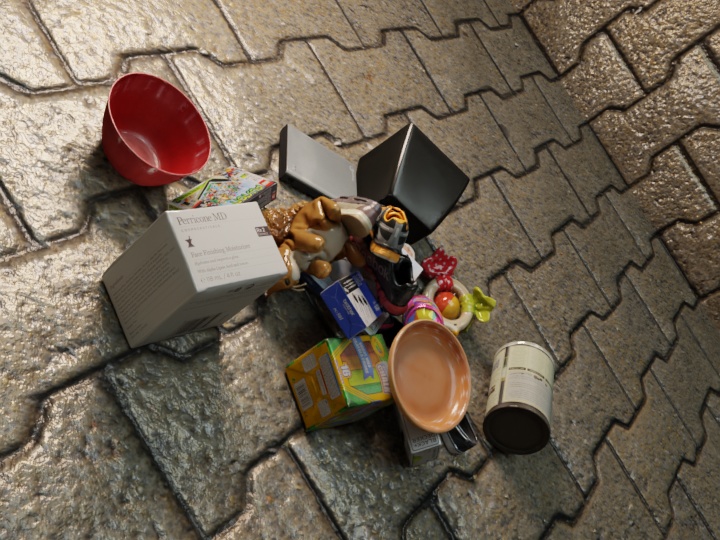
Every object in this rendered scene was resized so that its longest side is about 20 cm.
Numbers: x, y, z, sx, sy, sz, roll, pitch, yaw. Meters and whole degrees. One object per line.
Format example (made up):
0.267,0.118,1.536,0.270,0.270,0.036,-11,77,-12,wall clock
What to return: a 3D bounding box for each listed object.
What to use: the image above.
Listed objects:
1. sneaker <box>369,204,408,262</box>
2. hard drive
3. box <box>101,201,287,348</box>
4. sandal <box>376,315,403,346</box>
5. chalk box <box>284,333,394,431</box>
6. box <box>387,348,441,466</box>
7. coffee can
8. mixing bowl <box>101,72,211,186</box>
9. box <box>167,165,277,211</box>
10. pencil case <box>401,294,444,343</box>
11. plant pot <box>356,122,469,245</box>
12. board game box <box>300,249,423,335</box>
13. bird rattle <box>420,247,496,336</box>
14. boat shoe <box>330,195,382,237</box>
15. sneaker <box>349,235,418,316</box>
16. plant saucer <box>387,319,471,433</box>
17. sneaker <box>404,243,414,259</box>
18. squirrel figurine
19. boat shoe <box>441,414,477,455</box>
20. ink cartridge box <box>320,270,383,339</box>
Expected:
0.055,-0.086,1.562,0.077,0.079,0.201,18,20,-15,sneaker
-0.090,-0.214,1.807,0.198,0.033,0.142,27,44,-34,hard drive
-0.257,0.005,1.301,0.197,0.199,0.133,-14,73,-52,box
0.026,0.092,1.694,0.198,0.045,0.076,33,41,-29,sandal
-0.014,0.197,1.500,0.197,0.123,0.127,-2,64,-49,chalk box
0.095,0.256,1.584,0.059,0.117,0.204,-14,68,-5,box
0.353,0.279,1.844,0.146,0.145,0.202,42,38,-17,coffee can
-0.364,-0.221,1.428,0.198,0.108,0.204,29,43,-31,mixing bowl
-0.245,-0.127,1.507,0.108,0.035,0.200,19,32,18,box
0.122,0.100,1.657,0.089,0.088,0.200,55,4,0,pencil case
0.094,-0.165,1.866,0.199,0.198,0.180,39,52,-21,plant pot
0.000,0.000,1.666,0.200,0.043,0.200,45,60,-7,board game box
0.204,0.059,1.889,0.200,0.112,0.164,47,53,-7,bird rattle
-0.019,-0.107,1.572,0.064,0.199,0.073,-39,110,-15,boat shoe
0.048,-0.019,1.601,0.070,0.098,0.203,-13,65,-42,sneaker
0.120,0.191,1.506,0.197,0.037,0.206,14,67,-36,plant saucer
0.017,-0.009,1.751,0.196,0.080,0.073,-8,78,-30,sneaker
-0.125,-0.041,1.549,0.199,0.186,0.143,35,-22,44,squirrel figurine
0.178,0.273,1.712,0.071,0.067,0.204,-6,68,-51,boat shoe
-0.012,0.059,1.513,0.095,0.044,0.200,58,11,1,ink cartridge box
